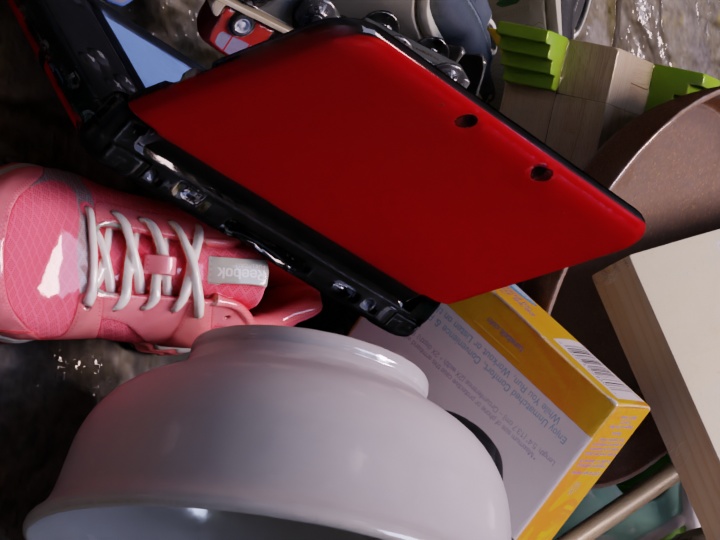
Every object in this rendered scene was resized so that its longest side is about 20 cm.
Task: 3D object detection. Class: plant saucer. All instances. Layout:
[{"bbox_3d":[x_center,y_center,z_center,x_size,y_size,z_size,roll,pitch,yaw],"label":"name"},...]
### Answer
[{"bbox_3d":[0.130,0.003,1.295,0.200,0.034,0.200,-34,138,-37],"label":"plant saucer"}]

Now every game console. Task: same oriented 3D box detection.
[{"bbox_3d":[-0.015,-0.065,1.118,0.200,0.119,0.172,32,19,-44],"label":"game console"}]

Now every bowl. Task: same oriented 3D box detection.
[{"bbox_3d":[-0.026,0.079,1.121,0.201,0.201,0.090,38,57,-54],"label":"bowl"}]

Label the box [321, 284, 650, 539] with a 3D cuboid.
[{"bbox_3d":[0.018,0.097,1.215,0.200,0.119,0.041,-55,153,17],"label":"box"}]

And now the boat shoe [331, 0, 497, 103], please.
[{"bbox_3d":[0.021,-0.140,1.329,0.200,0.075,0.062,56,46,-47],"label":"boat shoe"}]

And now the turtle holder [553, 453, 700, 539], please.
[{"bbox_3d":[0.124,0.079,1.457,0.141,0.132,0.186,46,52,-51],"label":"turtle holder"}]

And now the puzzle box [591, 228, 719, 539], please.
[{"bbox_3d":[0.194,0.041,1.278,0.200,0.025,0.133,-13,77,-49],"label":"puzzle box"}]

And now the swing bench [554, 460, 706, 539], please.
[{"bbox_3d":[0.146,0.216,1.326,0.199,0.130,0.200,-29,123,-30],"label":"swing bench"}]

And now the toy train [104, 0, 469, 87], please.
[{"bbox_3d":[-0.043,-0.107,1.182,0.200,0.046,0.034,25,23,-28],"label":"toy train"}]

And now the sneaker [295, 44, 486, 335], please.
[{"bbox_3d":[0.002,0.001,1.266,0.060,0.104,0.200,14,78,-60],"label":"sneaker"}]

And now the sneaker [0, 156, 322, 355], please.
[{"bbox_3d":[-0.084,-0.006,1.132,0.200,0.087,0.074,8,82,-60],"label":"sneaker"}]

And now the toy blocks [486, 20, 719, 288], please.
[{"bbox_3d":[0.107,-0.032,1.340,0.200,0.100,0.137,9,94,-66],"label":"toy blocks"}]

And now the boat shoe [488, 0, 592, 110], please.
[{"bbox_3d":[0.084,-0.104,1.444,0.068,0.072,0.200,40,54,-49],"label":"boat shoe"}]
